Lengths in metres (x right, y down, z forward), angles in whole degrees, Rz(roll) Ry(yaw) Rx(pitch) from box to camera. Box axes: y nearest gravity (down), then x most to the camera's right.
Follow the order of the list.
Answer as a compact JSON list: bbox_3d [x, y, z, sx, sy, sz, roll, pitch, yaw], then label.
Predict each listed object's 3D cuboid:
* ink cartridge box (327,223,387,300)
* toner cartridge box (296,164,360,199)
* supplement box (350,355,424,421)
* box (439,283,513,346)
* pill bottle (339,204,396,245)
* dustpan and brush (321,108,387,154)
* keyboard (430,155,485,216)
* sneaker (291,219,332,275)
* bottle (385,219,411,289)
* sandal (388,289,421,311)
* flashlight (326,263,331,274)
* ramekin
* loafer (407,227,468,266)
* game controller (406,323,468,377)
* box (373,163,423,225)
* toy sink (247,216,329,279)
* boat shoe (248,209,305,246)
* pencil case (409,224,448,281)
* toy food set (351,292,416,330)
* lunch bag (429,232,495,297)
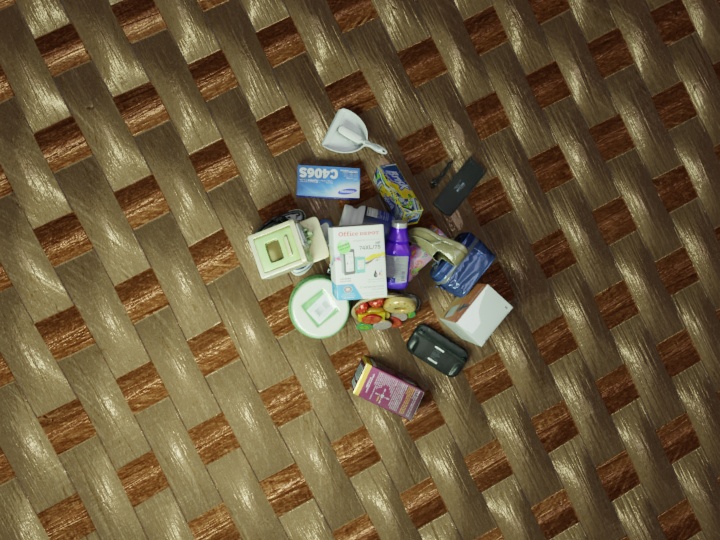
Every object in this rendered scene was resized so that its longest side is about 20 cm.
[{"bbox_3d":[-0.010,-0.029,1.473,0.144,0.146,0.203,-5,96,-8],"label":"ink cartridge box"},{"bbox_3d":[-0.101,-0.276,1.625,0.197,0.043,0.097,1,90,-6],"label":"toner cartridge box"},{"bbox_3d":[0.079,0.359,1.593,0.198,0.131,0.104,26,88,-4],"label":"supplement box"},{"bbox_3d":[0.348,0.130,1.586,0.106,0.200,0.153,41,85,-4],"label":"box"},{"bbox_3d":[0.035,-0.133,1.601,0.197,0.116,0.117,14,88,-5],"label":"pill bottle"},{"bbox_3d":[-0.007,-0.412,1.627,0.198,0.057,0.141,27,87,-5],"label":"dustpan and brush"},{"bbox_3d":[0.303,-0.286,1.678,0.127,0.021,0.201,41,85,-10],"label":"keyboard"},{"bbox_3d":[-0.146,-0.070,1.596,0.075,0.088,0.201,31,85,-3],"label":"sneaker"},{"bbox_3d":[0.108,-0.047,1.534,0.082,0.065,0.203,3,109,3],"label":"bottle"},{"bbox_3d":[0.099,0.100,1.634,0.197,0.055,0.083,9,88,-6],"label":"sandal"},{"bbox_3d":[0.000,0.000,1.624,0.197,0.068,0.069,18,114,-1],"label":"flashlight"},{"bbox_3d":[-0.124,0.113,1.589,0.197,0.098,0.203,0,89,-6],"label":"ramekin"},{"bbox_3d":[0.220,-0.071,1.538,0.198,0.076,0.068,21,74,29],"label":"loafer"},{"bbox_3d":[0.247,0.258,1.661,0.199,0.042,0.105,33,101,-4],"label":"game controller"},{"bbox_3d":[0.112,-0.233,1.583,0.069,0.065,0.202,-12,59,-24],"label":"box"},{"bbox_3d":[-0.204,-0.069,1.497,0.198,0.112,0.132,-19,88,4],"label":"toy sink"},{"bbox_3d":[-0.258,-0.127,1.595,0.197,0.066,0.075,-26,92,-5],"label":"boat shoe"},{"bbox_3d":[0.187,-0.050,1.632,0.200,0.087,0.087,-45,93,-4],"label":"pencil case"},{"bbox_3d":[0.071,0.127,1.572,0.197,0.199,0.049,-5,61,-2],"label":"toy food set"},{"bbox_3d":[0.303,-0.018,1.616,0.132,0.136,0.201,40,87,-4],"label":"lunch bag"}]
